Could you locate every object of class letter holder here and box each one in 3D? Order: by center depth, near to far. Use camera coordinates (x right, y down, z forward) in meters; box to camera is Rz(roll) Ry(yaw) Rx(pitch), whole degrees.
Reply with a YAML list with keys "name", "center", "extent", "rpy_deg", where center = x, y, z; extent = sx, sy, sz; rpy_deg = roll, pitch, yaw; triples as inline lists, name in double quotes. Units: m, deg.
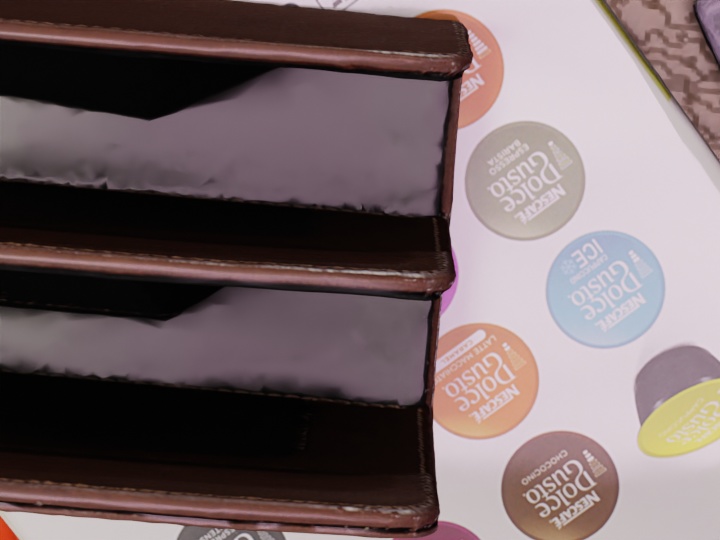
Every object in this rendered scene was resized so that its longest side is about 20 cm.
- name: "letter holder"
  center: [-0.079, -0.009, 0.613]
  extent: [0.200, 0.142, 0.101]
  rpy_deg: [5, 99, 0]

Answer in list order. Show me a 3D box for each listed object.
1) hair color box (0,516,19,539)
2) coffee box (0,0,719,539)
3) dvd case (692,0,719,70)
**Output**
- name: "hair color box"
  center: [-0.125, 0.059, 0.808]
  extent: [0.061, 0.102, 0.200]
  rpy_deg: [-33, 73, -3]
- name: "coffee box"
  center: [0.000, 0.000, 0.789]
  extent: [0.200, 0.200, 0.198]
  rpy_deg: [-36, 99, 6]
- name: "dvd case"
  center: [0.224, -0.060, 0.879]
  extent: [0.200, 0.016, 0.149]
  rpy_deg: [-25, 100, 3]
